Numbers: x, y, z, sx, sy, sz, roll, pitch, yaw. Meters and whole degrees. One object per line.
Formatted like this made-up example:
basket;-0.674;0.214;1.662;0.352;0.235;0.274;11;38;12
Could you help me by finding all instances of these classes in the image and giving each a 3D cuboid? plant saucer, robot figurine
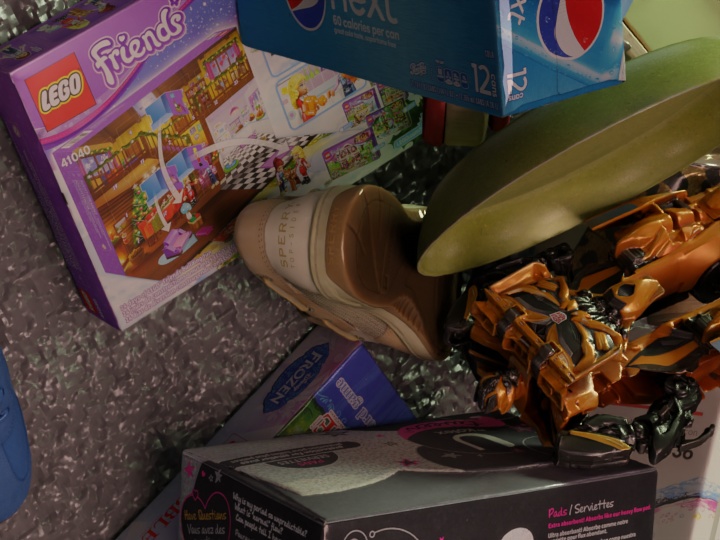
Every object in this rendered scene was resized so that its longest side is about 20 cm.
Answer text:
plant saucer;0.109;-0.057;0.913;0.199;0.200;0.031;-20;77;-30
robot figurine;0.140;0.020;0.962;0.199;0.145;0.058;-22;139;-26

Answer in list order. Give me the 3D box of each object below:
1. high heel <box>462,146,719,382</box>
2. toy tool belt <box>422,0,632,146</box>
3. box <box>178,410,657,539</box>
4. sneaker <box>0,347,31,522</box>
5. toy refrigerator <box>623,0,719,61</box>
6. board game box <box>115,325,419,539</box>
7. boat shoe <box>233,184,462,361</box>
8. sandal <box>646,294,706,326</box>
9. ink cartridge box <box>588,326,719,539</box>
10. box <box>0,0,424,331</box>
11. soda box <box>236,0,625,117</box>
high heel;0.141;-0.004;1.070;0.199;0.071;0.143;-4;112;-31
toy tool belt;0.094;-0.140;0.878;0.122;0.125;0.201;3;126;-1
box;0.026;0.141;0.933;0.199;0.132;0.115;-3;102;-35
sneaker;-0.185;0.037;0.838;0.066;0.078;0.201;-32;122;-26
toy refrigerator;0.124;-0.164;1.003;0.200;0.070;0.076;43;78;-36
board game box;-0.028;0.166;1.012;0.200;0.041;0.200;-47;126;-15
boat shoe;0.000;0.000;0.949;0.200;0.065;0.073;28;67;-67
sandal;0.240;-0.002;1.133;0.211;0.077;0.070;4;82;-47
ink cartridge box;0.152;0.117;1.052;0.067;0.116;0.201;31;69;-45
box;-0.064;-0.082;0.911;0.200;0.039;0.137;-33;121;-23
soda box;0.022;-0.118;0.811;0.064;0.200;0.068;-18;113;-30
